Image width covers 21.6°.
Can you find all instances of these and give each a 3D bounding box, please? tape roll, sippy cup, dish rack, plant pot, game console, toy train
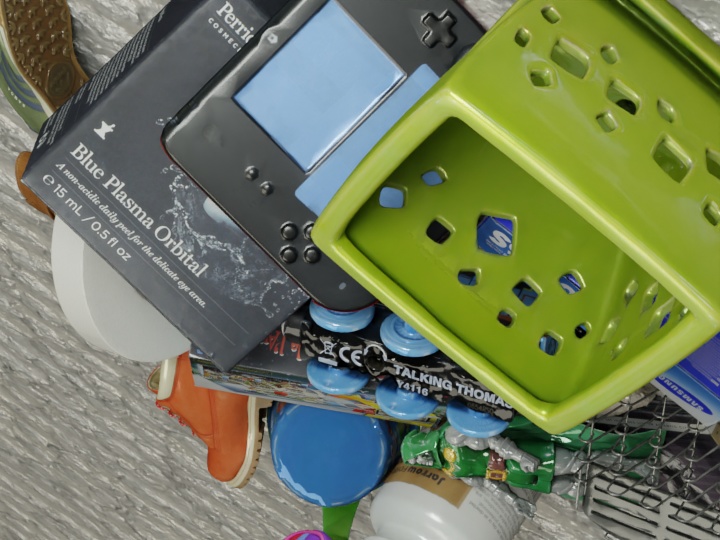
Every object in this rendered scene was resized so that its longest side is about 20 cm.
[{"bbox_3d":[-0.155,-0.030,1.463,0.037,0.203,0.203,16,148,34],"label":"tape roll"},{"bbox_3d":[-0.020,0.136,1.584,0.179,0.139,0.130,57,-170,-4],"label":"sippy cup"},{"bbox_3d":[0.216,0.125,1.338,0.153,0.054,0.202,19,120,31],"label":"dish rack"},{"bbox_3d":[0.121,-0.055,1.084,0.200,0.182,0.199,40,147,-4],"label":"plant pot"},{"bbox_3d":[0.000,-0.091,1.199,0.177,0.200,0.031,44,-174,-16],"label":"game console"},{"bbox_3d":[0.047,0.045,1.334,0.198,0.114,0.087,16,129,15],"label":"toy train"}]

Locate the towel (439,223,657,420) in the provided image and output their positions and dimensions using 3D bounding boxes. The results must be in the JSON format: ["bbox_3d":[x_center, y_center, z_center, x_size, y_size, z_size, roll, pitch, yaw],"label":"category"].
[{"bbox_3d":[0.116,0.049,1.416,0.200,0.035,0.132,44,143,-17],"label":"towel"}]

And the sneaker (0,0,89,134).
[{"bbox_3d":[-0.271,-0.175,1.519,0.089,0.067,0.201,20,148,35],"label":"sneaker"}]

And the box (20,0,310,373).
[{"bbox_3d":[-0.089,-0.077,1.280,0.197,0.200,0.118,44,-165,-16],"label":"box"}]

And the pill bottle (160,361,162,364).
[{"bbox_3d":[-0.133,0.042,1.657,0.108,0.109,0.201,24,151,25],"label":"pill bottle"}]

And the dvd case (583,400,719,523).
[{"bbox_3d":[0.259,0.169,1.484,0.148,0.016,0.200,2,138,52],"label":"dvd case"}]

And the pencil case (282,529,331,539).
[{"bbox_3d":[0.000,0.288,1.468,0.200,0.089,0.088,47,152,-22],"label":"pencil case"}]

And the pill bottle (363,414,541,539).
[{"bbox_3d":[0.073,0.195,1.546,0.114,0.200,0.115,28,152,16],"label":"pill bottle"}]

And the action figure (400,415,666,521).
[{"bbox_3d":[0.129,0.150,1.456,0.198,0.055,0.119,8,140,7],"label":"action figure"}]

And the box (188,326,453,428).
[{"bbox_3d":[-0.029,0.077,1.443,0.198,0.038,0.137,10,167,-1],"label":"box"}]

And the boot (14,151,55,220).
[{"bbox_3d":[-0.234,-0.073,1.652,0.155,0.077,0.200,32,161,19],"label":"boot"}]

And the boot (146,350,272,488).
[{"bbox_3d":[-0.129,0.112,1.607,0.106,0.075,0.201,4,137,-6],"label":"boot"}]

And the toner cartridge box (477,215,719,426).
[{"bbox_3d":[0.177,0.001,1.219,0.200,0.095,0.043,39,155,-2],"label":"toner cartridge box"}]
